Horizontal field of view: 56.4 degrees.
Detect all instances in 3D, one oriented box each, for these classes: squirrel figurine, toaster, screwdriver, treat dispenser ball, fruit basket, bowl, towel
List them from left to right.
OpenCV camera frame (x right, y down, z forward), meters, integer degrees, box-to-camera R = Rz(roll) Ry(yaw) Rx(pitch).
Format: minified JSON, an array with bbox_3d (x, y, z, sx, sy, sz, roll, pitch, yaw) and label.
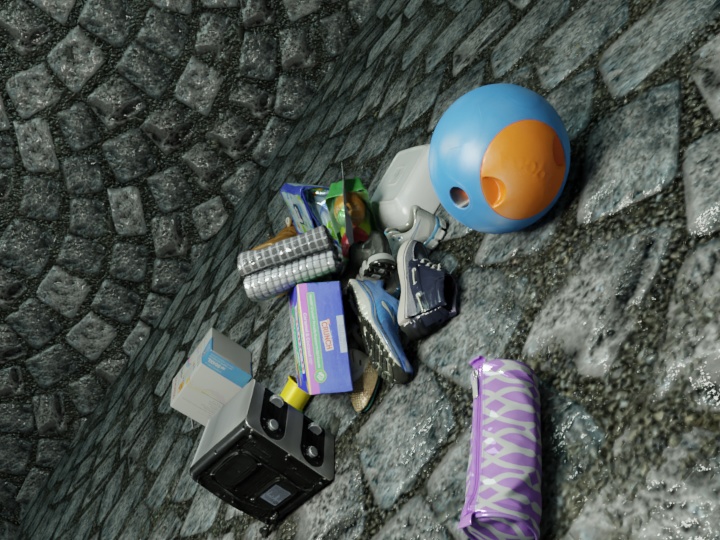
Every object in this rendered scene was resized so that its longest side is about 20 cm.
[{"bbox_3d":[-0.158,0.300,1.082,0.200,0.180,0.120,-42,21,27],"label":"toaster"},{"bbox_3d":[-0.117,-0.014,1.161,0.161,0.088,0.200,-20,-2,1],"label":"towel"},{"bbox_3d":[-0.167,-0.066,1.730,0.197,0.143,0.188,-31,19,20],"label":"squirrel figurine"},{"bbox_3d":[-0.050,0.059,1.405,0.028,0.029,0.204,-35,33,39],"label":"screwdriver"},{"bbox_3d":[-0.019,-0.073,1.299,0.091,0.188,0.204,-8,47,10],"label":"fruit basket"},{"bbox_3d":[0.097,-0.169,1.347,0.203,0.074,0.199,-61,21,-8],"label":"bowl"},{"bbox_3d":[0.192,-0.155,0.943,0.201,0.199,0.203,-44,24,25],"label":"treat dispenser ball"}]

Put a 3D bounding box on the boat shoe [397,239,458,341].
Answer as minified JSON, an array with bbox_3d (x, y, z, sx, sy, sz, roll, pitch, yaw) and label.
[{"bbox_3d":[0.112,0.013,1.071,0.092,0.074,0.204,-31,38,31],"label":"boat shoe"}]

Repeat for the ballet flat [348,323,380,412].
[{"bbox_3d":[0.007,0.133,1.115,0.070,0.065,0.203,-31,33,44],"label":"ballet flat"}]

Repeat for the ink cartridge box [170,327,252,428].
[{"bbox_3d":[-0.372,0.274,1.646,0.201,0.124,0.129,-51,22,9],"label":"ink cartridge box"}]

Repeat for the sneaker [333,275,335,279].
[{"bbox_3d":[-0.109,0.003,1.406,0.080,0.201,0.075,13,71,20],"label":"sneaker"}]

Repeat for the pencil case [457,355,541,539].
[{"bbox_3d":[0.148,0.186,0.709,0.084,0.085,0.203,-39,27,38],"label":"pencil case"}]

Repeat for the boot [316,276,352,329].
[{"bbox_3d":[-0.082,0.092,1.276,0.067,0.129,0.204,-27,34,49],"label":"boot"}]

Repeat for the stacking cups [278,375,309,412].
[{"bbox_3d":[-0.157,0.301,1.255,0.203,0.060,0.060,-62,22,-1],"label":"stacking cups"}]

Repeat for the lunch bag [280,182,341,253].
[{"bbox_3d":[-0.079,-0.124,1.485,0.129,0.198,0.169,-56,22,-6],"label":"lunch bag"}]

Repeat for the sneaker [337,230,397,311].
[{"bbox_3d":[0.000,0.000,1.183,0.200,0.065,0.093,-46,41,48],"label":"sneaker"}]

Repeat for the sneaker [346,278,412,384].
[{"bbox_3d":[0.045,0.085,1.061,0.080,0.087,0.203,98,156,-47],"label":"sneaker"}]

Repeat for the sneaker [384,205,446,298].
[{"bbox_3d":[0.063,-0.029,1.199,0.202,0.086,0.075,-56,24,6],"label":"sneaker"}]

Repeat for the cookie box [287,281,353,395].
[{"bbox_3d":[-0.072,0.112,1.125,0.200,0.073,0.177,150,113,-77],"label":"cookie box"}]
